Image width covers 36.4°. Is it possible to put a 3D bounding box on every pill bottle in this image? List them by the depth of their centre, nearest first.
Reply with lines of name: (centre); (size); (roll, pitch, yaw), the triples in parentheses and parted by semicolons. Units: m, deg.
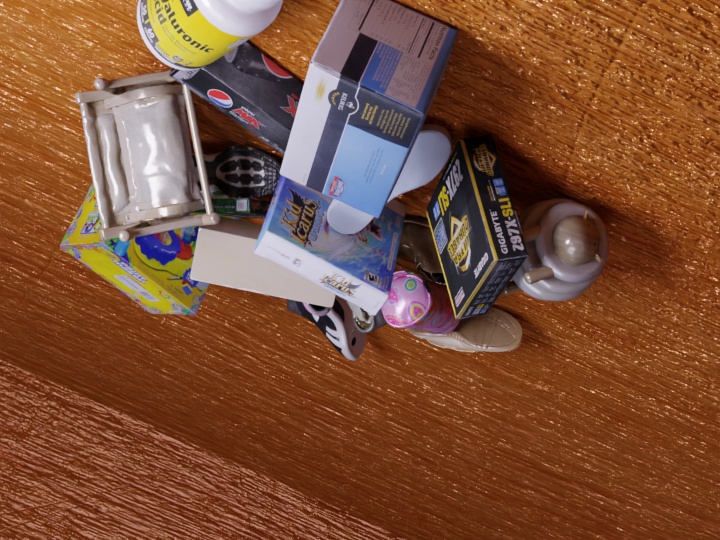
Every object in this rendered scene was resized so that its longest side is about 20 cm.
pill bottle: (-0.150, -0.293, 1.163); (0.111, 0.112, 0.199); (34, 153, -26)

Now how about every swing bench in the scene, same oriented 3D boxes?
swing bench: (-0.281, -0.148, 1.422); (0.128, 0.202, 0.200); (-12, -173, -20)

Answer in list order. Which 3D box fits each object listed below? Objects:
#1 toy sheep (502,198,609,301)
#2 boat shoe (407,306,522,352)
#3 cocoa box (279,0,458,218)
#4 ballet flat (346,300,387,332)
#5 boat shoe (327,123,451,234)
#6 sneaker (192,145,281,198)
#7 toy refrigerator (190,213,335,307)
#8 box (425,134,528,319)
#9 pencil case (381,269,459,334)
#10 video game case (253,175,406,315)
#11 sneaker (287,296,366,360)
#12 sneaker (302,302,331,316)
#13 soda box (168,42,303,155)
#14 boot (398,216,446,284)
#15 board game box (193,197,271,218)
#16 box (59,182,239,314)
toy sheep: (0.238, -0.024, 1.367); (0.136, 0.139, 0.200); (26, 169, -9)
boat shoe: (0.173, 0.094, 1.755); (0.197, 0.075, 0.069); (10, 166, 29)
cocoa box: (0.006, -0.181, 1.201); (0.130, 0.135, 0.201); (23, 147, -1)
ballet flat: (0.000, 0.000, 1.594); (0.067, 0.063, 0.203); (18, 129, 48)
boat shoe: (0.038, -0.131, 1.392); (0.074, 0.087, 0.202); (36, 124, -20)
sneaker: (-0.181, -0.140, 1.598); (0.198, 0.078, 0.088); (5, -178, 32)
toy refrigerator: (-0.126, -0.015, 1.492); (0.197, 0.077, 0.070); (11, -159, -6)
box: (0.140, -0.050, 1.362); (0.049, 0.162, 0.200); (-8, 160, -12)
pencil case: (0.092, 0.049, 1.629); (0.086, 0.089, 0.200); (12, 177, 22)
video game case: (-0.035, -0.057, 1.456); (0.179, 0.201, 0.046); (26, 128, -11)
sneaker: (-0.064, 0.077, 1.928); (0.111, 0.074, 0.201); (13, 146, 29)
sneaker: (-0.059, -0.031, 1.566); (0.069, 0.082, 0.203); (-8, 113, -9)
soda box: (-0.130, -0.220, 1.348); (0.199, 0.071, 0.063); (34, 155, -24)
boot: (0.090, -0.026, 1.559); (0.198, 0.076, 0.074); (5, 153, 36)
board game box: (-0.161, -0.089, 1.576); (0.103, 0.024, 0.200); (4, -178, 20)
box: (-0.317, -0.067, 1.684); (0.121, 0.195, 0.200); (-2, 148, 43)
